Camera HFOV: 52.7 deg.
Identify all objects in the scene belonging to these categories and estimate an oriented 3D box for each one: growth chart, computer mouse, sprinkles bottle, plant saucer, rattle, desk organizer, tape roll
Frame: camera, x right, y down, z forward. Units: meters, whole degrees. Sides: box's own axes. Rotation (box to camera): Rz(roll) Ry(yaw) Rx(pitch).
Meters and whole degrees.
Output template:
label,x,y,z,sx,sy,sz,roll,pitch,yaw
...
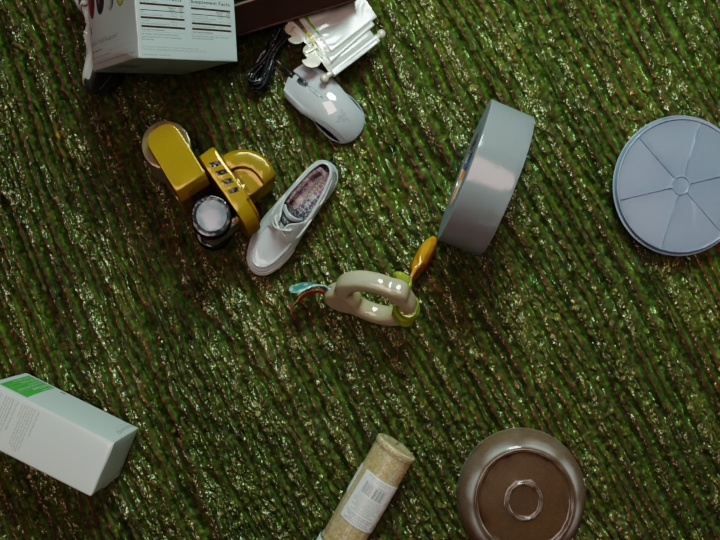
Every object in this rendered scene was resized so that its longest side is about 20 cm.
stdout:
label,x,y,z,sx,sy,sz,roll,pitch,yaw
growth chart,-0.056,-0.390,1.083,0.142,0.018,0.203,-29,83,-9
computer mouse,-0.075,-0.274,1.093,0.199,0.044,0.111,39,90,2
sprinkles bottle,0.004,0.345,1.075,0.067,0.068,0.203,31,91,2
plant saucer,0.242,0.341,1.085,0.194,0.032,0.207,0,90,1
rattle,0.000,0.000,1.079,0.195,0.130,0.147,6,78,29
desk organizer,-0.102,-0.409,1.034,0.194,0.077,0.074,-16,81,3
tape roll,0.171,-0.126,1.005,0.065,0.200,0.205,21,91,2

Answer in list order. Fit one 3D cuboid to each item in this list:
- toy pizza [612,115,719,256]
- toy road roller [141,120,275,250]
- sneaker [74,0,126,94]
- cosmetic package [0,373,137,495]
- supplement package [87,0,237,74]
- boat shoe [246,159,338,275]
label,x,y,z,sx,sy,sz,roll,pitch,yaw
toy pizza,0.469,-0.125,1.077,0.194,0.032,0.207,0,91,3
toy road roller,-0.212,-0.139,1.065,0.145,0.123,0.202,-36,89,-13
sneaker,-0.398,-0.372,1.101,0.113,0.076,0.206,19,83,11
cosmetic package,-0.445,0.237,1.067,0.196,0.108,0.087,24,90,0
supplement package,-0.277,-0.382,0.992,0.144,0.189,0.207,-9,102,-37
boat shoe,-0.102,-0.078,1.080,0.072,0.069,0.200,43,91,2
